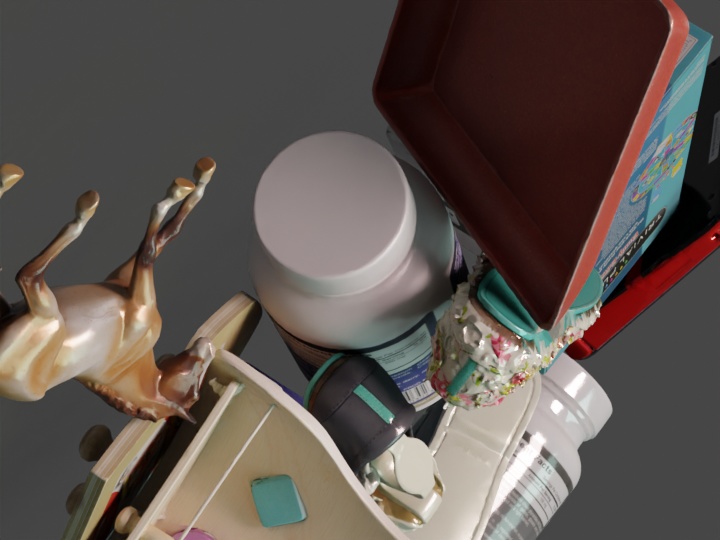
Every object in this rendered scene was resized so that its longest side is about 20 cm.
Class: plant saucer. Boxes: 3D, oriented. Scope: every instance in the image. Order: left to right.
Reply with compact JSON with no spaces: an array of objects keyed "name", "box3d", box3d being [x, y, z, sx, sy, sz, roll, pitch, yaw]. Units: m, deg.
[{"name":"plant saucer","box3d":[0.088,-0.107,1.278,0.037,0.200,0.200,-8,135,-29]}]

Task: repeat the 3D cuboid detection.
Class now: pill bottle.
[{"name":"pill bottle","box3d":[0.000,0.000,1.366,0.111,0.111,0.200,-52,161,-11]},{"name":"pill bottle","box3d":[0.085,0.150,1.810,0.200,0.116,0.116,-51,160,-16]}]

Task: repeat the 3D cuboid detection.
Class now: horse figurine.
[{"name":"horse figurine","box3d":[-0.130,0.015,1.147,0.200,0.050,0.133,-7,126,-54]}]

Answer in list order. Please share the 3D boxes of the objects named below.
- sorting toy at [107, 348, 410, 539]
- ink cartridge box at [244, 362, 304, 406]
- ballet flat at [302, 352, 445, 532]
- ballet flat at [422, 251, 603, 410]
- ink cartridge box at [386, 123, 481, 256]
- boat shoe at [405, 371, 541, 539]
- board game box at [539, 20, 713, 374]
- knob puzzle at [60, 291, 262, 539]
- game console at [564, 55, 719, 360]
[{"name":"sorting toy","box3d":[-0.052,0.175,1.303,0.200,0.180,0.107,-56,175,-5]},{"name":"ink cartridge box","box3d":[-0.067,0.142,1.462,0.137,0.076,0.200,-56,164,-12]},{"name":"ballet flat","box3d":[0.010,0.109,1.378,0.073,0.073,0.200,-50,161,-17]},{"name":"ballet flat","box3d":[0.076,0.029,1.354,0.064,0.076,0.200,-54,169,18]},{"name":"ink cartridge box","box3d":[0.089,-0.077,1.525,0.116,0.067,0.200,-54,161,-8]},{"name":"boat shoe","box3d":[0.045,0.135,1.550,0.200,0.073,0.062,-57,-178,-23]},{"name":"board game box","box3d":[0.141,-0.046,1.523,0.151,0.047,0.200,-49,162,-23]},{"name":"knob puzzle","box3d":[-0.113,0.082,1.339,0.220,0.030,0.220,-56,175,-8]},{"name":"game console","box3d":[0.199,-0.044,1.704,0.177,0.031,0.200,-39,-156,36]}]
